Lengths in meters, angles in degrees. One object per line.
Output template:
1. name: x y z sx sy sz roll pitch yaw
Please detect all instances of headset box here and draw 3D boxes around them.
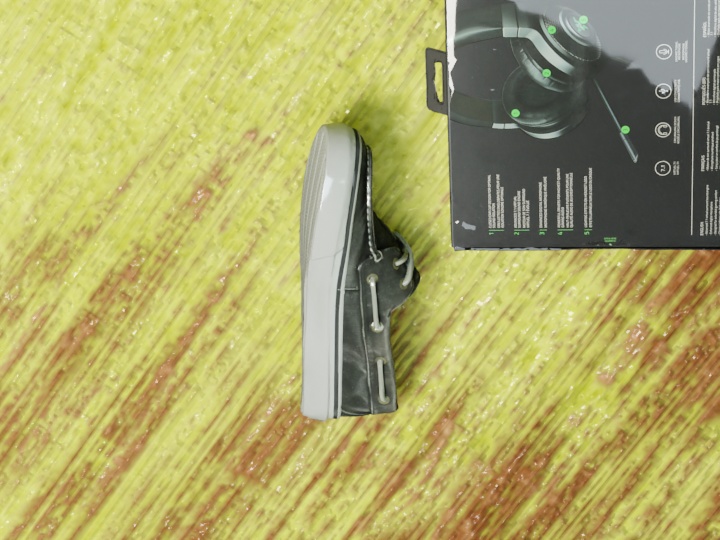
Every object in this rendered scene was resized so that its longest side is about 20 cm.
1. headset box: 0.136 -0.106 1.506 0.200 0.093 0.174 -1 114 5

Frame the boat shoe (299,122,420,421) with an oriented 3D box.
1. boat shoe: 0.000 0.000 1.584 0.071 0.072 0.200 -1 124 -5
